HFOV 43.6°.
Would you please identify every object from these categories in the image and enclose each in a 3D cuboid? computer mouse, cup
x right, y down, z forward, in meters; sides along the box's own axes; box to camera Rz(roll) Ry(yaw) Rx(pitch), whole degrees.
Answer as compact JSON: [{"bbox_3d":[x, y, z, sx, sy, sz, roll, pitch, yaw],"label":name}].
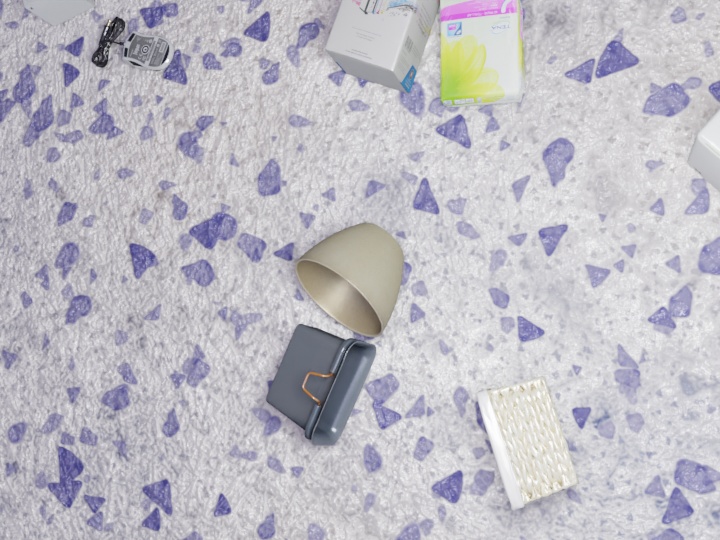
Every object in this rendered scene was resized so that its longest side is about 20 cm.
[{"bbox_3d":[-0.461,-0.454,1.866,0.197,0.044,0.112,21,86,22],"label":"computer mouse"},{"bbox_3d":[0.000,0.000,1.628,0.199,0.201,0.144,33,67,16],"label":"cup"}]

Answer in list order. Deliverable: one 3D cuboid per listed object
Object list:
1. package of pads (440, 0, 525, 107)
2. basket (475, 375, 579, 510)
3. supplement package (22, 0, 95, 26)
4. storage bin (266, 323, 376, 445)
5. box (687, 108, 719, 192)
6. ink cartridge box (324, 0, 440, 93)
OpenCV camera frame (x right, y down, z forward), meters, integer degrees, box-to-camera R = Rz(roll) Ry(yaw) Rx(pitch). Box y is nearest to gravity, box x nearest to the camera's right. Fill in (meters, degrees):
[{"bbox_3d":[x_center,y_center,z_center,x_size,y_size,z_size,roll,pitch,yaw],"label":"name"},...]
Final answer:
[{"bbox_3d":[0.225,-0.405,1.652,0.151,0.068,0.205,-1,85,17],"label":"package of pads"},{"bbox_3d":[0.286,0.287,1.535,0.121,0.135,0.204,-18,80,9],"label":"basket"},{"bbox_3d":[-0.656,-0.645,1.903,0.112,0.109,0.204,-19,79,13],"label":"supplement package"},{"bbox_3d":[-0.084,0.198,1.652,0.133,0.145,0.203,23,91,26],"label":"storage bin"},{"bbox_3d":[0.657,-0.192,1.439,0.171,0.199,0.200,-45,75,7],"label":"box"},{"bbox_3d":[0.047,-0.462,1.666,0.142,0.147,0.204,20,90,17],"label":"ink cartridge box"}]
